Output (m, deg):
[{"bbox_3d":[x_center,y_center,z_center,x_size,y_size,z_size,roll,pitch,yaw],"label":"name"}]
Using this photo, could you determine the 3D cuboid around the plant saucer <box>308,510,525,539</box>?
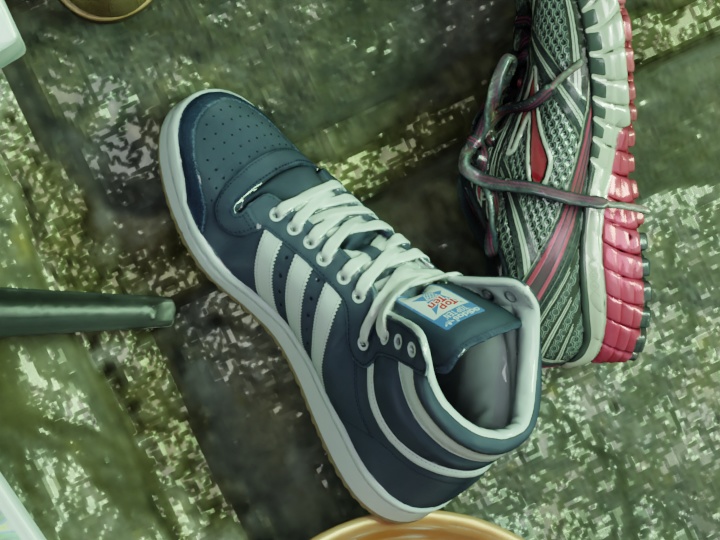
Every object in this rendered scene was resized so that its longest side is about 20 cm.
[{"bbox_3d":[0.023,0.201,1.061,0.200,0.037,0.200,5,77,-22],"label":"plant saucer"}]

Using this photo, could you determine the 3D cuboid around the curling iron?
[{"bbox_3d":[-0.171,0.009,1.043,0.200,0.026,0.050,8,119,-20],"label":"curling iron"}]

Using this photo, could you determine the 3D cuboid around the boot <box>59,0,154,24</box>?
[{"bbox_3d":[-0.126,-0.200,1.035,0.074,0.075,0.200,-21,94,-3],"label":"boot"}]

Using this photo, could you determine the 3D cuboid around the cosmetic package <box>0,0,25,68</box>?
[{"bbox_3d":[-0.240,-0.089,0.964,0.199,0.200,0.123,-28,95,-4],"label":"cosmetic package"}]

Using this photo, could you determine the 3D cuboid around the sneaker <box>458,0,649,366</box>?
[{"bbox_3d":[0.075,-0.058,1.054,0.075,0.081,0.200,-4,94,-3],"label":"sneaker"}]

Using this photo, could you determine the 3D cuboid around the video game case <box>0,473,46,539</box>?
[{"bbox_3d":[-0.228,0.133,1.064,0.182,0.024,0.200,-34,95,-4],"label":"video game case"}]

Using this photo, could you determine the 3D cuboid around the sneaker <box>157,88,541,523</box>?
[{"bbox_3d":[0.000,0.000,1.026,0.070,0.108,0.200,-30,88,-33],"label":"sneaker"}]
